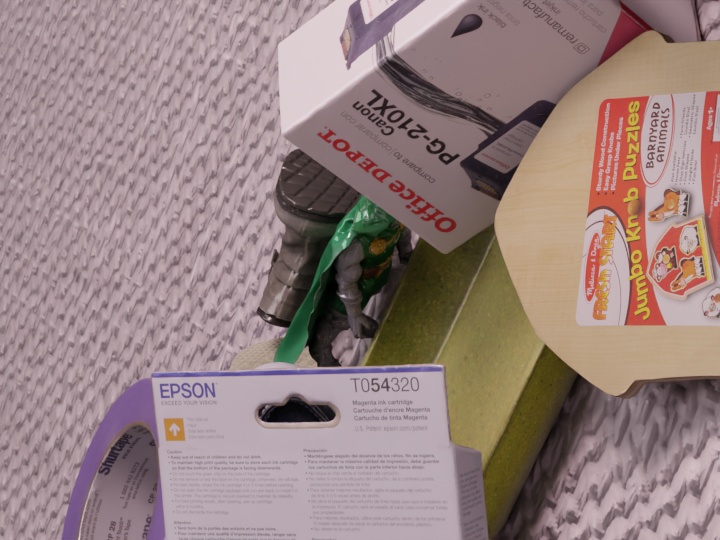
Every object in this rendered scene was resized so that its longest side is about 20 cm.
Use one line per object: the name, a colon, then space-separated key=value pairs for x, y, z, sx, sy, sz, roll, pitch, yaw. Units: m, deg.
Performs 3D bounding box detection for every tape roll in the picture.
tape roll: x=-0.134 y=0.181 z=1.984 sx=0.200 sy=0.085 sz=0.201 roll=-44 pitch=37 yaw=48

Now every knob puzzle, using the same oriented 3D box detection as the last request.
knob puzzle: x=0.154 y=-0.029 z=1.520 sx=0.219 sy=0.030 sz=0.220 roll=-14 pitch=70 yaw=44

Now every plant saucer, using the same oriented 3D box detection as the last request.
plant saucer: x=0.070 y=0.057 z=1.676 sx=0.200 sy=0.048 sz=0.200 roll=-65 pitch=25 yaw=16

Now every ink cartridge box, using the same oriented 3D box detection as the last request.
ink cartridge box: x=-0.020 y=0.151 z=1.614 sx=0.196 sy=0.043 sz=0.201 roll=-2 pitch=95 yaw=29
ink cartridge box: x=0.071 y=-0.117 z=1.603 sx=0.200 sy=0.145 sz=0.085 roll=-34 pitch=38 yaw=29

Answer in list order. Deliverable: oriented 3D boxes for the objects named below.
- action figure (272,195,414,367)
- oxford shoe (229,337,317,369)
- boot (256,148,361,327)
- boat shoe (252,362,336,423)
action figure: x=0.000 y=0.000 z=1.770 sx=0.118 sy=0.055 sz=0.200 roll=-52 pitch=-10 yaw=-27
oxford shoe: x=-0.042 y=0.102 z=1.869 sx=0.200 sy=0.075 sz=0.058 roll=-120 pitch=16 yaw=-61
boot: x=-0.032 y=-0.016 z=1.879 sx=0.200 sy=0.068 sz=0.131 roll=-60 pitch=-7 yaw=-73
boat shoe: x=-0.015 y=0.152 z=1.674 sx=0.091 sy=0.071 sz=0.201 roll=-128 pitch=15 yaw=-61
